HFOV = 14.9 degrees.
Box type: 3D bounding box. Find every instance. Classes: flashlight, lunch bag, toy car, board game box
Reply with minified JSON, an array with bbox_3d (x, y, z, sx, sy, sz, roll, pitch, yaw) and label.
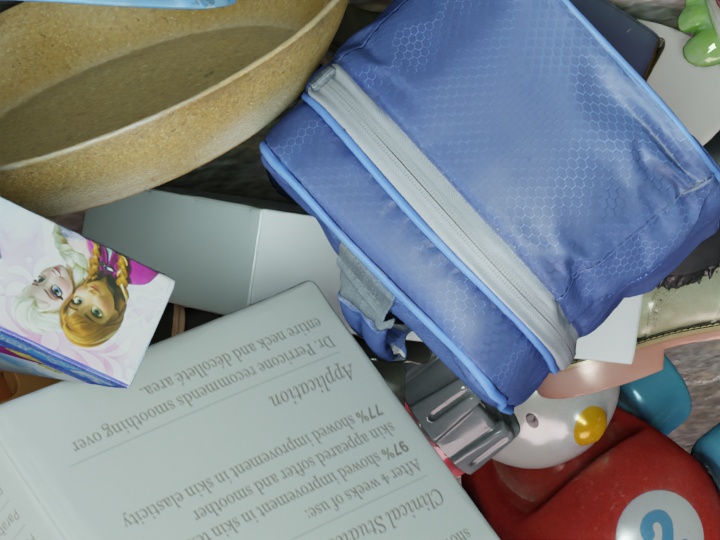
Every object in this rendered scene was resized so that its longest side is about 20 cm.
[{"bbox_3d":[-0.021,0.109,1.300,0.200,0.068,0.068,-38,120,11],"label":"flashlight"},{"bbox_3d":[0.043,-0.026,1.009,0.132,0.136,0.200,-41,172,0],"label":"lunch bag"},{"bbox_3d":[0.110,0.085,1.483,0.184,0.177,0.200,-36,135,-15],"label":"toy car"},{"bbox_3d":[-0.185,-0.021,0.911,0.200,0.041,0.199,26,171,-20],"label":"board game box"}]

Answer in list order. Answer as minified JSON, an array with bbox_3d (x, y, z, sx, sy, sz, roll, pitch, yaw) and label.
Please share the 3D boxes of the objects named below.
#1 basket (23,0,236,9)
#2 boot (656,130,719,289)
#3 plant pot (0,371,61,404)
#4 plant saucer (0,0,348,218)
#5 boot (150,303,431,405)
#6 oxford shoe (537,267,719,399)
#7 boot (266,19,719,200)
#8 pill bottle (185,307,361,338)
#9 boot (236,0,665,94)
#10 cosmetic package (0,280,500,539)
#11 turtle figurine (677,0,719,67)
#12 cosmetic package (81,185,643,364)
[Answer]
[{"bbox_3d":[-0.133,-0.111,0.895,0.199,0.140,0.176,6,174,-7],"label":"basket"},{"bbox_3d":[0.199,-0.051,1.268,0.168,0.077,0.200,-10,165,-3],"label":"boot"},{"bbox_3d":[-0.186,0.084,1.157,0.200,0.200,0.140,9,136,-35],"label":"plant pot"},{"bbox_3d":[-0.090,-0.067,1.007,0.200,0.200,0.036,-14,114,17],"label":"plant saucer"},{"bbox_3d":[-0.049,0.114,1.246,0.138,0.078,0.201,6,116,-7],"label":"boot"},{"bbox_3d":[0.172,-0.002,1.398,0.200,0.074,0.071,-23,-169,-16],"label":"oxford shoe"},{"bbox_3d":[0.057,-0.068,1.215,0.199,0.073,0.090,-7,180,-11],"label":"boot"},{"bbox_3d":[-0.043,0.036,1.359,0.114,0.114,0.200,-18,157,25],"label":"pill bottle"},{"bbox_3d":[0.032,-0.097,1.130,0.200,0.097,0.075,32,172,-20],"label":"boot"},{"bbox_3d":[-0.053,0.145,0.985,0.167,0.200,0.166,-20,159,-45],"label":"cosmetic package"},{"bbox_3d":[0.146,-0.092,1.066,0.144,0.200,0.194,25,167,11],"label":"turtle figurine"},{"bbox_3d":[0.000,0.000,1.194,0.199,0.052,0.151,7,180,-33],"label":"cosmetic package"}]
